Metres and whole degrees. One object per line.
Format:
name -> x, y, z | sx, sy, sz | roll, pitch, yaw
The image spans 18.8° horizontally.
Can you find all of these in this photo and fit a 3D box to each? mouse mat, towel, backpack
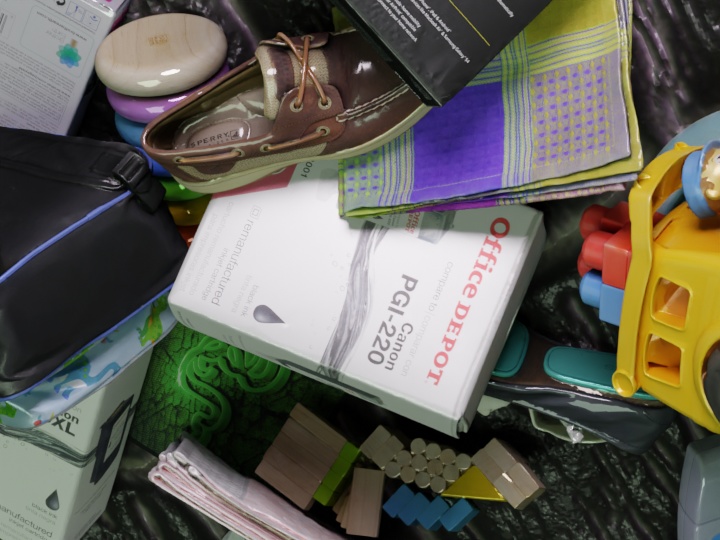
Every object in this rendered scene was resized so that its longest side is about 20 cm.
mouse mat -> -0.097, 0.080, 1.546 | 0.161, 0.008, 0.200 | 32, 127, 1
towel -> 0.073, -0.108, 1.286 | 0.199, 0.023, 0.144 | -6, 76, 26
towel -> -0.054, 0.173, 1.486 | 0.191, 0.200, 0.032 | 32, 88, -2
backpack -> -0.228, 0.003, 1.387 | 0.200, 0.183, 0.147 | 17, 136, 42

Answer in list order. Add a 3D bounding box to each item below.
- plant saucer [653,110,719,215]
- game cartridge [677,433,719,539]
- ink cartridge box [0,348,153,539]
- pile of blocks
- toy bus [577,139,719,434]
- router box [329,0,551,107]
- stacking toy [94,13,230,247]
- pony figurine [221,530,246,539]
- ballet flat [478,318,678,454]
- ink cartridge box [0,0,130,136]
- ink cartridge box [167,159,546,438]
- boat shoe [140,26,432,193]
plant saucer -> 0.261, -0.009, 1.323 | 0.200, 0.027, 0.201 | 11, 125, 17
game cartridge -> 0.274, 0.186, 1.400 | 0.133, 0.040, 0.200 | -16, 118, -2
ink cartridge box -> -0.242, 0.093, 1.562 | 0.145, 0.084, 0.200 | 27, 128, 9
pile of blocks -> 0.031, 0.146, 1.493 | 0.199, 0.062, 0.082 | 9, 85, 19
toy bus -> 0.210, -0.011, 1.260 | 0.192, 0.136, 0.200 | 23, 127, 28
router box -> 0.028, -0.214, 1.222 | 0.149, 0.051, 0.200 | -44, 101, -4
stacking toy -> -0.113, -0.062, 1.415 | 0.085, 0.085, 0.200 | 5, 126, 20
pony figurine -> -0.102, 0.302, 1.620 | 0.200, 0.167, 0.193 | 33, 137, -19
ballet flat -> 0.108, 0.072, 1.416 | 0.199, 0.073, 0.073 | 18, 127, 9
ink cartridge box -> -0.238, -0.131, 1.446 | 0.119, 0.042, 0.200 | 29, 126, 1
ink cartridge box -> 0.000, 0.000, 1.359 | 0.200, 0.146, 0.085 | 22, 171, 7
boat shoe -> -0.039, -0.104, 1.287 | 0.200, 0.072, 0.072 | -18, 70, 18
